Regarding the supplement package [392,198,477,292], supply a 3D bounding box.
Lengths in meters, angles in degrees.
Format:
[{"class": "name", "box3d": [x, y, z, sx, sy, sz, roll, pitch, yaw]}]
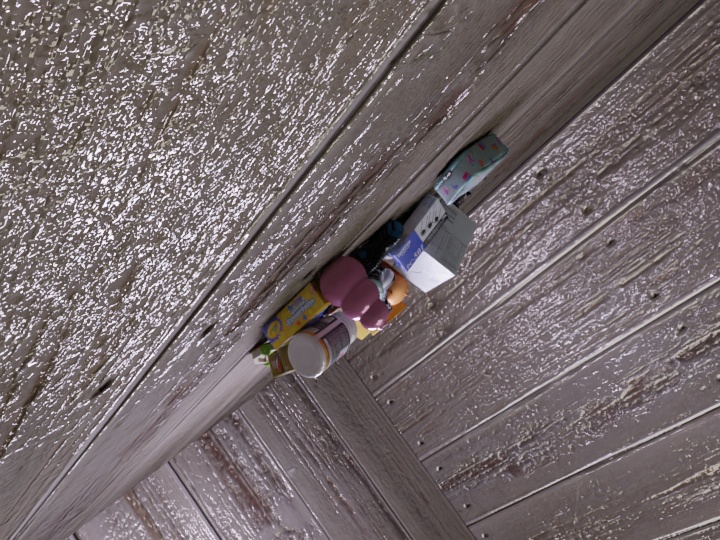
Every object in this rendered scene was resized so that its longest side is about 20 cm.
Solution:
[{"class": "supplement package", "box3d": [0.231, -0.077, 1.790, 0.203, 0.145, 0.191, -61, -168, -26]}]

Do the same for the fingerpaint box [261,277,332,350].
[{"class": "fingerpaint box", "box3d": [-0.143, 0.106, 1.522, 0.199, 0.074, 0.166, -43, 173, 22]}]

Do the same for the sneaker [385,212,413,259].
[{"class": "sneaker", "box3d": [0.118, -0.116, 1.648, 0.199, 0.076, 0.083, -42, 157, -29]}]

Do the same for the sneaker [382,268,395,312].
[{"class": "sneaker", "box3d": [0.070, 0.077, 1.759, 0.199, 0.110, 0.074, -40, -154, 42]}]

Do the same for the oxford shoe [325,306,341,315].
[{"class": "oxford shoe", "box3d": [-0.052, 0.090, 1.680, 0.196, 0.072, 0.075, -23, 154, -27]}]

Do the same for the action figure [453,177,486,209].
[{"class": "action figure", "box3d": [0.348, -0.278, 1.829, 0.199, 0.069, 0.131, -41, 167, -35]}]

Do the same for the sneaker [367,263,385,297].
[{"class": "sneaker", "box3d": [0.033, 0.010, 1.584, 0.200, 0.075, 0.145, 111, -11, -75]}]

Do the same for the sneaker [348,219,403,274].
[{"class": "sneaker", "box3d": [0.039, -0.047, 1.535, 0.198, 0.074, 0.082, -40, 174, -2]}]

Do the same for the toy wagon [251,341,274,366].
[{"class": "toy wagon", "box3d": [-0.237, 0.241, 1.771, 0.194, 0.041, 0.156, -19, 162, -14]}]

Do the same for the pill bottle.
[{"class": "pill bottle", "box3d": [-0.093, 0.186, 1.501, 0.116, 0.117, 0.199, -42, 173, 33]}]

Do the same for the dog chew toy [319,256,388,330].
[{"class": "dog chew toy", "box3d": [-0.009, 0.064, 1.404, 0.124, 0.200, 0.125, -42, 172, -8]}]

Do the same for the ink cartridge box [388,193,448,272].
[{"class": "ink cartridge box", "box3d": [0.160, -0.105, 1.609, 0.202, 0.044, 0.094, -52, 139, -6]}]

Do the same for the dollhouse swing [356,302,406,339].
[{"class": "dollhouse swing", "box3d": [0.029, 0.114, 2.038, 0.180, 0.202, 0.176, -36, 173, -20]}]

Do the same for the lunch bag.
[{"class": "lunch bag", "box3d": [0.281, -0.260, 1.483, 0.198, 0.078, 0.160, -36, 174, -36]}]

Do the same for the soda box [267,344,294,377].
[{"class": "soda box", "box3d": [-0.209, 0.253, 1.609, 0.062, 0.070, 0.200, -15, 171, -20]}]

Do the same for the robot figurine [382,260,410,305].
[{"class": "robot figurine", "box3d": [0.081, 0.039, 1.878, 0.116, 0.146, 0.199, -37, -143, -11]}]
